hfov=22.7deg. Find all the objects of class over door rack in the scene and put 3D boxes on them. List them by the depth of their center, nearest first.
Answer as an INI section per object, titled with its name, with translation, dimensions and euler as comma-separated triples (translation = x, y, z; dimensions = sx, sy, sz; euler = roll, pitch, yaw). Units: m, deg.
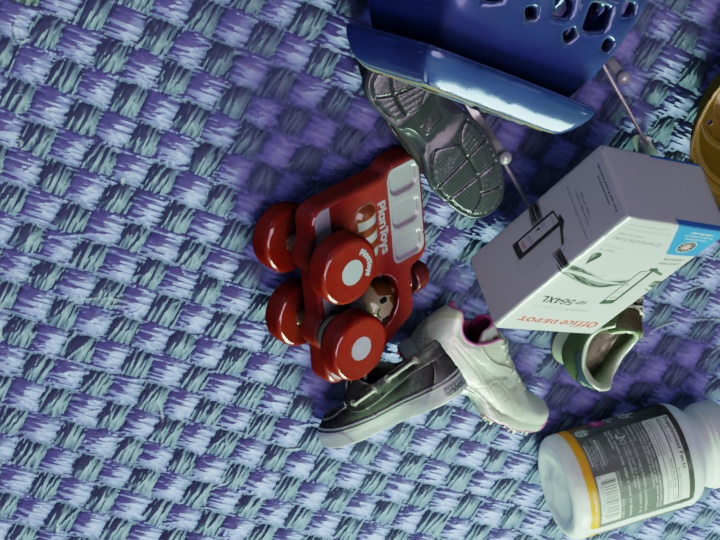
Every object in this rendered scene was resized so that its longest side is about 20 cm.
[over door rack]
translation = 0.195, -0.137, 1.713
dimensions = 0.147, 0.067, 0.200
euler = -33, 126, 1

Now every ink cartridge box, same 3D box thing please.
[ink cartridge box]
translation = 0.226, -0.024, 1.720
dimensions = 0.145, 0.085, 0.200
euler = 5, 145, -39

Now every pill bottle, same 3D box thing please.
[pill bottle]
translation = 0.301, 0.210, 1.935
dimensions = 0.198, 0.117, 0.117
euler = -14, 124, -14

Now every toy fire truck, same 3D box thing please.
[toy fire truck]
translation = 0.000, 0.000, 1.703
dimensions = 0.167, 0.112, 0.201
euler = -28, 126, -31

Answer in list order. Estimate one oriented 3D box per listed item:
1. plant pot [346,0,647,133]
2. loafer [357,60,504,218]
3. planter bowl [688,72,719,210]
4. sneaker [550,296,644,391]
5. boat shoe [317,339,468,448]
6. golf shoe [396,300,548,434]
[plant pot]
translation = 0.111, -0.228, 1.519
dimensions = 0.199, 0.200, 0.181
euler = 17, 95, -28
[loafer]
translation = 0.065, -0.133, 1.659
dimensions = 0.072, 0.063, 0.200
euler = -40, 122, 3
[planter bowl]
translation = 0.397, -0.149, 1.776
dimensions = 0.199, 0.084, 0.202
euler = -10, 122, -16
[sneaker]
translation = 0.269, 0.034, 1.830
dimensions = 0.067, 0.090, 0.201
euler = 14, 113, -27
[boat shoe]
translation = 0.022, 0.119, 1.767
dimensions = 0.199, 0.071, 0.064
euler = -28, 96, 42
[golf shoe]
translation = 0.132, 0.101, 1.830
dimensions = 0.199, 0.075, 0.092
euler = 29, 103, -34
